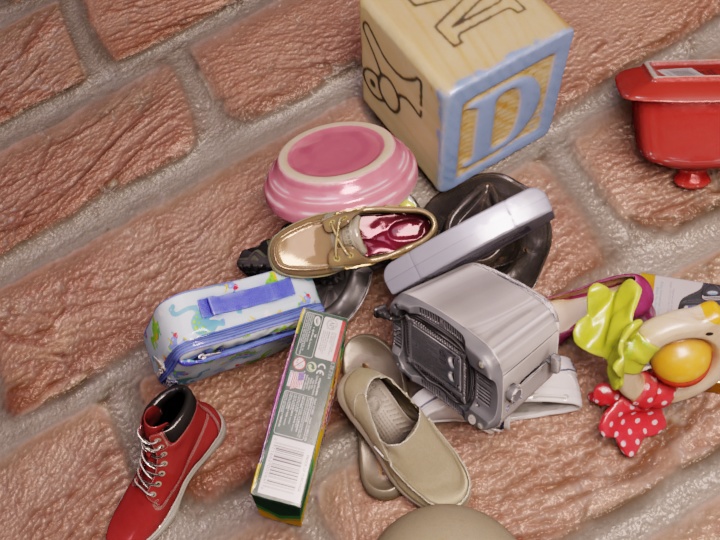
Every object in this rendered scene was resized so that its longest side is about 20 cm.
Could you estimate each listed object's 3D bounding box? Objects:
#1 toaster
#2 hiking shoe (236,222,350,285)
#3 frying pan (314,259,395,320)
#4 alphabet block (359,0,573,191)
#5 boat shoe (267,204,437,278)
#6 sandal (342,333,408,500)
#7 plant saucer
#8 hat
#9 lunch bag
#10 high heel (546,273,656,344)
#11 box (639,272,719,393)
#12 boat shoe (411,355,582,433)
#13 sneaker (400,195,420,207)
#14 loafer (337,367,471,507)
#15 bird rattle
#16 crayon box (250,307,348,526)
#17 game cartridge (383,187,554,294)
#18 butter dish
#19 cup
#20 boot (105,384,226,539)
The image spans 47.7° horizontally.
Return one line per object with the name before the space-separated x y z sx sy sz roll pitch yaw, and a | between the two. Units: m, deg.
toaster | 0.121 0.071 0.884 0.128 0.116 0.199 -25 37 -30
hiking shoe | -0.076 -0.031 1.048 0.197 0.076 0.102 -5 52 41
frying pan | -0.005 0.016 1.001 0.188 0.031 0.117 -12 56 51
alphabet block | 0.128 -0.264 1.059 0.194 0.197 0.201 -28 62 -16
boat shoe | -0.008 -0.039 0.910 0.196 0.066 0.076 -14 86 -7
sandal | 0.020 0.166 0.963 0.079 0.054 0.204 -10 63 7
plant saucer | -0.027 -0.130 1.021 0.196 0.052 0.202 -7 38 5
hat | 0.149 -0.053 1.026 0.196 0.081 0.204 -5 63 11
lunch bag | -0.149 0.063 0.955 0.197 0.161 0.084 -15 74 -31
high heel | 0.235 0.044 0.934 0.196 0.096 0.069 -5 60 29
box | 0.411 0.079 0.930 0.196 0.042 0.121 11 67 14
boat shoe | 0.155 0.151 0.931 0.196 0.074 0.066 -15 58 6
sneaker | -0.008 -0.081 1.082 0.197 0.078 0.091 16 68 31
loafer | 0.051 0.191 0.901 0.200 0.068 0.076 46 71 -1
bird rattle | 0.312 0.106 0.850 0.160 0.202 0.114 -20 33 14
crayon box | -0.065 0.169 0.910 0.057 0.173 0.204 13 67 3
game cartridge | 0.123 -0.031 0.917 0.198 0.133 0.041 -29 86 13
butter dish | 0.414 -0.174 1.001 0.195 0.151 0.200 3 23 13
cup | 0.082 0.336 0.797 0.196 0.143 0.205 -2 75 9
boot | -0.246 0.230 0.940 0.072 0.145 0.202 28 74 21
